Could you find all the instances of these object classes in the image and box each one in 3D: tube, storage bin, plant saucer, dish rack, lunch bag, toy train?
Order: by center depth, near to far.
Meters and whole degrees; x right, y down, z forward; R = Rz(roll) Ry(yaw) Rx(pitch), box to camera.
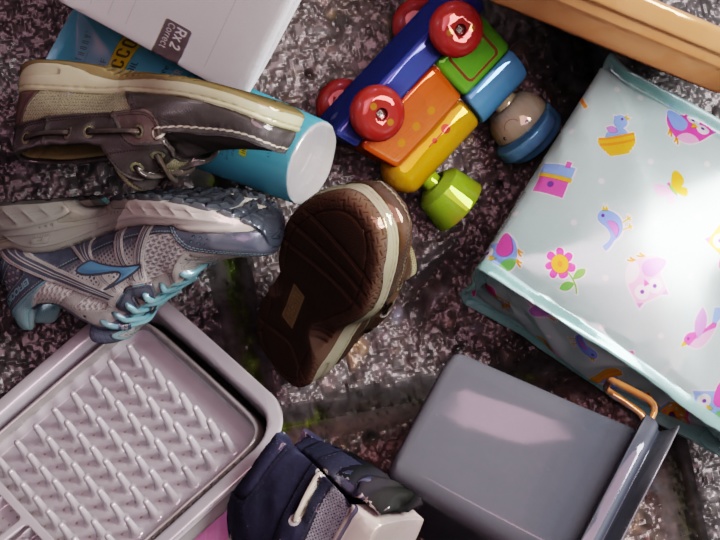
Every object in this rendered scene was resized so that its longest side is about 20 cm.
[{"bbox_3d":[-0.149,0.120,1.439,0.200,0.044,0.171,-42,48,-12],"label":"dish rack"},{"bbox_3d":[0.094,0.118,1.443,0.134,0.200,0.146,28,78,5],"label":"storage bin"},{"bbox_3d":[-0.109,-0.096,1.481,0.199,0.050,0.078,22,72,26],"label":"tube"},{"bbox_3d":[0.148,-0.151,1.487,0.199,0.200,0.038,22,96,-5],"label":"plant saucer"},{"bbox_3d":[0.187,-0.004,1.507,0.199,0.122,0.171,31,77,2],"label":"lunch bag"},{"bbox_3d":[0.024,-0.067,1.518,0.200,0.085,0.116,-47,108,-7],"label":"toy train"}]

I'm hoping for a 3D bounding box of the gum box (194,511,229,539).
[{"bbox_3d":[-0.106,0.217,1.453,0.200,0.066,0.114,-42,89,-12],"label":"gum box"}]

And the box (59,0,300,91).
[{"bbox_3d":[-0.059,-0.248,1.430,0.130,0.199,0.201,28,49,-3],"label":"box"}]

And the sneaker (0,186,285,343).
[{"bbox_3d":[-0.126,-0.003,1.450,0.199,0.077,0.087,-2,94,33],"label":"sneaker"}]

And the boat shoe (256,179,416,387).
[{"bbox_3d":[-0.004,-0.005,1.439,0.075,0.202,0.075,-31,80,-27],"label":"boat shoe"}]

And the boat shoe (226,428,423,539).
[{"bbox_3d":[-0.045,0.183,1.393,0.093,0.075,0.201,37,107,27],"label":"boat shoe"}]

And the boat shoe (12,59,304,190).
[{"bbox_3d":[-0.119,-0.078,1.421,0.200,0.072,0.066,10,86,35],"label":"boat shoe"}]
